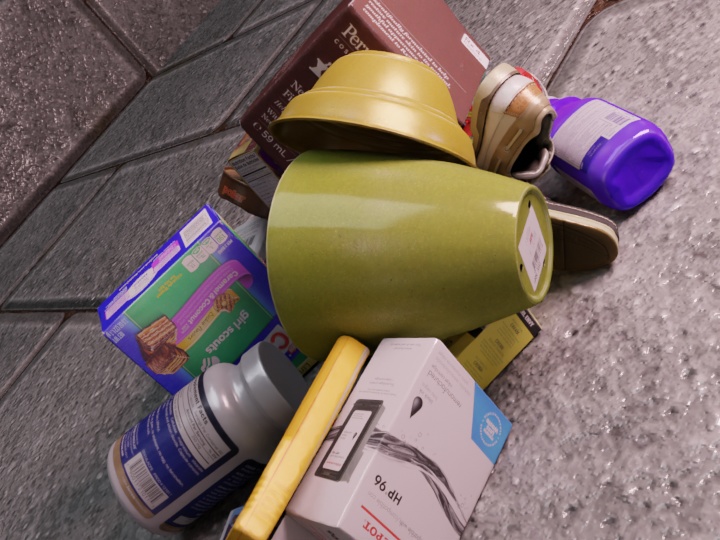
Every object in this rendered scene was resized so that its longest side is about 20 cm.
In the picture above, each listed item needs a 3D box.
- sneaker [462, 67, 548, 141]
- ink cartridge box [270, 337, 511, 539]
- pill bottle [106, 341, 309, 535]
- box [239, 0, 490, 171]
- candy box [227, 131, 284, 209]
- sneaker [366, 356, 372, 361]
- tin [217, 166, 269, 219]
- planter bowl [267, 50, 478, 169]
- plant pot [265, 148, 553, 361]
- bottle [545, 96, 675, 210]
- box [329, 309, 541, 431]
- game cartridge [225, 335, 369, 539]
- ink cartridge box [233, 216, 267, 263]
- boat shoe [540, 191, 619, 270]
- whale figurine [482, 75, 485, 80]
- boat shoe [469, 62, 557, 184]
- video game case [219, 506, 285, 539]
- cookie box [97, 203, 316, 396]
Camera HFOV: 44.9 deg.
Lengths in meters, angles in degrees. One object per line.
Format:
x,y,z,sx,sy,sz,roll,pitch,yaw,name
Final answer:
0.129,-0.153,1.003,0.200,0.085,0.077,-46,27,-1,sneaker
0.024,0.165,0.656,0.067,0.116,0.201,-4,47,50,ink cartridge box
-0.149,0.168,0.884,0.199,0.116,0.116,-37,27,10,pill bottle
0.006,-0.197,0.947,0.199,0.166,0.165,-36,17,38,box
-0.059,-0.107,1.063,0.056,0.200,0.118,-14,38,41,candy box
0.000,0.000,0.900,0.085,0.204,0.080,10,18,42,sneaker
-0.106,-0.098,1.148,0.111,0.199,0.042,33,107,26,tin
0.021,-0.144,0.791,0.199,0.198,0.085,7,83,56,planter bowl
0.054,-0.017,0.732,0.197,0.188,0.189,-2,45,30,plant pot
0.225,-0.127,0.860,0.084,0.065,0.200,-44,26,6,bottle
0.064,0.095,0.774,0.200,0.050,0.075,-45,28,-4,box
-0.068,0.169,0.685,0.201,0.032,0.177,-56,-5,-49,game cartridge
-0.164,0.034,1.129,0.144,0.084,0.202,-25,31,30,ink cartridge box
0.146,-0.050,0.809,0.198,0.072,0.066,7,51,33,boat shoe
0.102,-0.207,1.133,0.158,0.105,0.200,-33,4,11,whale figurine
0.148,-0.110,0.850,0.068,0.201,0.075,40,76,23,boat shoe
-0.081,0.275,0.725,0.181,0.023,0.202,-27,31,39,video game case
-0.154,0.061,0.951,0.171,0.200,0.075,-43,28,0,cookie box
